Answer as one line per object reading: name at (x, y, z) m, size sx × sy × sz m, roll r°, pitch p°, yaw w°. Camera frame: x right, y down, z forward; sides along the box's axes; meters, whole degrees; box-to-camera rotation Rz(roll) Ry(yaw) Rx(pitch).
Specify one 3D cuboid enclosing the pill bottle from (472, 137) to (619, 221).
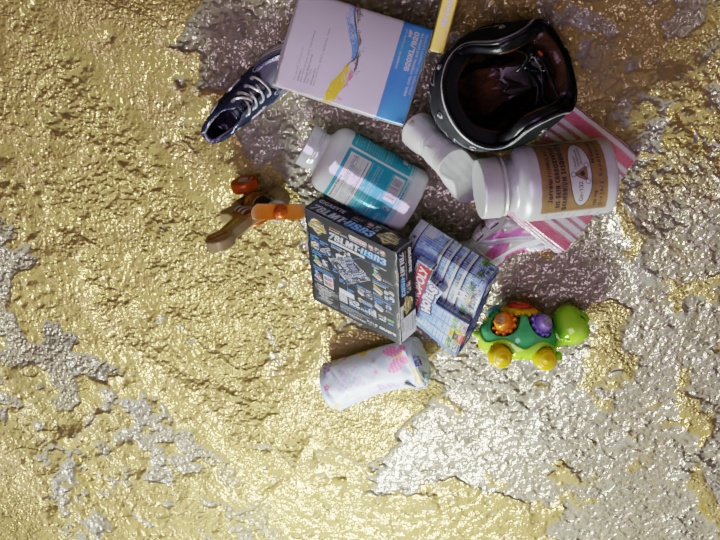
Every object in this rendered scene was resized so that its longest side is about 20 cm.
pill bottle at (0.273, -0.132, 1.634) m, size 0.199 × 0.114 × 0.115 m, roll -7°, pitch 119°, yaw -5°

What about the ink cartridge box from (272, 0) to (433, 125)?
ink cartridge box at (-0.010, -0.310, 1.616) m, size 0.199 × 0.147 × 0.145 m, roll 17°, pitch 98°, yaw 0°

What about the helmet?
helmet at (0.198, -0.264, 1.596) m, size 0.190 × 0.200 × 0.200 m, roll -19°, pitch 115°, yaw 32°

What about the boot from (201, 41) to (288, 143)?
boot at (-0.166, -0.273, 1.719) m, size 0.073 × 0.090 × 0.200 m, roll 43°, pitch 118°, yaw -14°

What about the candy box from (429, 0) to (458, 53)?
candy box at (0.137, -0.422, 1.574) m, size 0.026 × 0.102 × 0.201 m, roll 15°, pitch 121°, yaw 2°

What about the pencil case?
pencil case at (0.026, 0.183, 1.948) m, size 0.199 × 0.083 × 0.091 m, roll -17°, pitch 93°, yaw 20°

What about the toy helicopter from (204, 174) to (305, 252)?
toy helicopter at (-0.177, -0.082, 1.766) m, size 0.132 × 0.200 × 0.079 m, roll 2°, pitch 121°, yaw 29°

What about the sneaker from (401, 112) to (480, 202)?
sneaker at (0.131, -0.182, 1.712) m, size 0.074 × 0.200 × 0.116 m, roll -43°, pitch 65°, yaw 4°

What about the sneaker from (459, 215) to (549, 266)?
sneaker at (0.223, -0.064, 1.781) m, size 0.199 × 0.081 × 0.088 m, roll -21°, pitch 113°, yaw 11°

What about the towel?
towel at (0.318, -0.144, 1.711) m, size 0.146 × 0.030 × 0.200 m, roll 36°, pitch 94°, yaw -12°

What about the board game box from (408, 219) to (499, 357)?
board game box at (0.108, 0.019, 1.799) m, size 0.200 × 0.062 × 0.200 m, roll 32°, pitch 146°, yaw 14°

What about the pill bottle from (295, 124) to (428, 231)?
pill bottle at (-0.001, -0.153, 1.747) m, size 0.200 × 0.111 × 0.111 m, roll 29°, pitch 120°, yaw -6°

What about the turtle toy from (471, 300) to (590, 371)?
turtle toy at (0.285, 0.104, 1.837) m, size 0.199 × 0.146 × 0.102 m, roll 3°, pitch 98°, yaw -5°

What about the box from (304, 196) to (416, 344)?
box at (0.000, 0.000, 1.797) m, size 0.200 × 0.050 × 0.199 m, roll 26°, pitch 137°, yaw 32°
